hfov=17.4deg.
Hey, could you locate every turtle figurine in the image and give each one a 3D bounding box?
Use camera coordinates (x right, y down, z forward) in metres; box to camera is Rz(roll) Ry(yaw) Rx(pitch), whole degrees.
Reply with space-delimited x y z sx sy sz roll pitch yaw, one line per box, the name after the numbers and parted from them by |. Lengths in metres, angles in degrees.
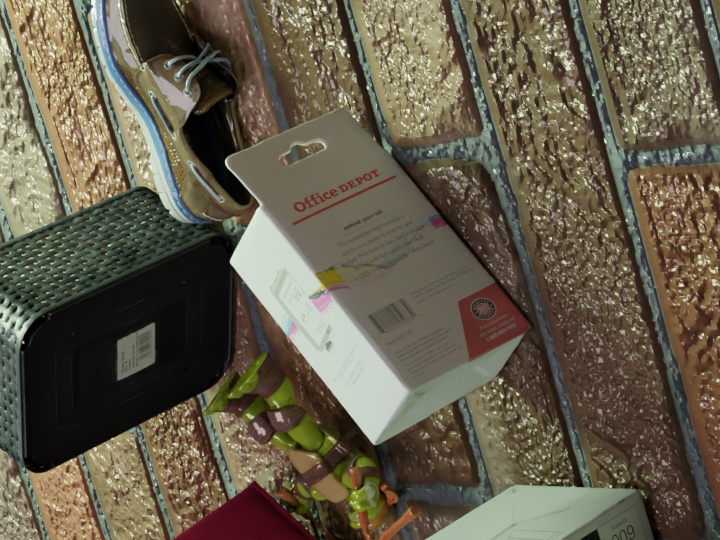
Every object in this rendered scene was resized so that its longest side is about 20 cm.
-0.028 0.131 1.669 0.161 0.064 0.200 45 162 -8 | turtle figurine

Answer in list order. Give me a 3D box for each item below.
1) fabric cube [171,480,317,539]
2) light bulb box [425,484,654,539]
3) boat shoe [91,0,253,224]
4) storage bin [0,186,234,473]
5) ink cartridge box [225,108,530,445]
-0.089 0.319 1.720 0.196 0.199 0.201 39 147 29 | fabric cube
0.101 0.267 1.496 0.124 0.198 0.201 -4 108 52 | light bulb box
-0.121 -0.129 1.645 0.072 0.072 0.201 0 120 44 | boat shoe
-0.194 0.041 1.709 0.094 0.199 0.136 31 131 36 | storage bin
0.000 0.000 1.530 0.200 0.116 0.068 52 141 17 | ink cartridge box
